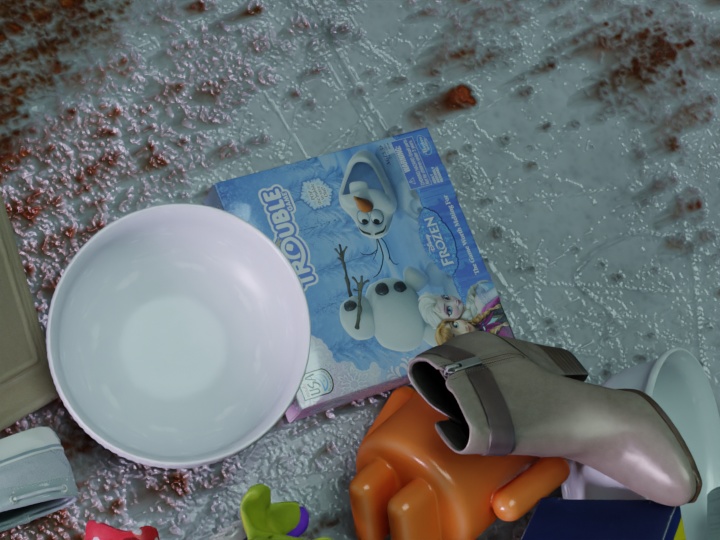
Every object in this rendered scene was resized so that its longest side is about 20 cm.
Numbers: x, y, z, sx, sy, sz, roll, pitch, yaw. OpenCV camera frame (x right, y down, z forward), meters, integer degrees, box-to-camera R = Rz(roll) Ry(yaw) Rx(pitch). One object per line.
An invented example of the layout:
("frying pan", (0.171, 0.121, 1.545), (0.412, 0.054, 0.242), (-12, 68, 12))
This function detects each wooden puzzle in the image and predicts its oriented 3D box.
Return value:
("wooden puzzle", (-0.311, 0.031, 1.296), (0.185, 0.037, 0.200), (-32, 108, -49))

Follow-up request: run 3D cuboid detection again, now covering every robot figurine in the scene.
("robot figurine", (0.075, 0.141, 1.403), (0.200, 0.144, 0.117), (-37, 96, -34))

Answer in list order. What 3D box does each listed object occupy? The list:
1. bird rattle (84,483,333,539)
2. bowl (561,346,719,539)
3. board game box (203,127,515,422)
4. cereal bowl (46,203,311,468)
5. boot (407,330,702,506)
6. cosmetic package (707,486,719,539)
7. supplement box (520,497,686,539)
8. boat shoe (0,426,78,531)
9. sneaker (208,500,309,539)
("bird rattle", (-0.102, 0.241, 1.253), (0.200, 0.113, 0.163), (-18, 102, -20))
("bowl", (0.218, 0.163, 1.437), (0.090, 0.201, 0.201), (-4, 63, 28))
("board game box", (0.000, 0.000, 1.478), (0.199, 0.043, 0.200), (-17, 76, -22))
("cereal bowl", (-0.139, 0.054, 1.379), (0.200, 0.083, 0.200), (2, 77, -8))
("boot", (0.131, 0.112, 1.304), (0.146, 0.070, 0.200), (-5, 32, -36))
("cosmetic package", (0.324, 0.268, 1.403), (0.102, 0.074, 0.200), (1, 78, -3))
("supplement box", (0.186, 0.277, 1.323), (0.110, 0.109, 0.200), (-52, 134, -55))
("boat shoe", (-0.294, 0.180, 1.296), (0.201, 0.070, 0.072), (-24, 73, -28))
("sneaker", (-0.103, 0.257, 1.336), (0.200, 0.070, 0.100), (-38, 91, -22))
